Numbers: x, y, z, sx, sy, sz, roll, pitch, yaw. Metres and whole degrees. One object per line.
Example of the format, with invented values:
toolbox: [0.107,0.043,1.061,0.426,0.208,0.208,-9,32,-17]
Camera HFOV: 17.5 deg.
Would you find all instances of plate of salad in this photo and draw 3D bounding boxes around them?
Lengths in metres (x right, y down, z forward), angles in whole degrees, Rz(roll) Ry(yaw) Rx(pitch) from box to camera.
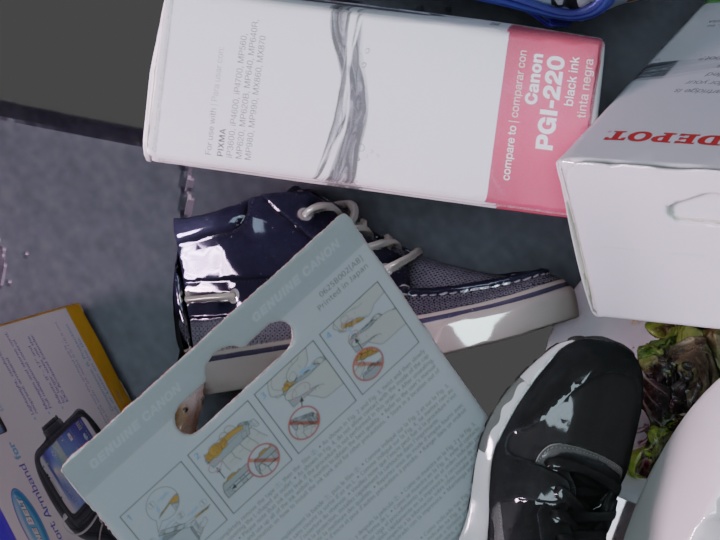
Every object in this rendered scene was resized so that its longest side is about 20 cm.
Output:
plate of salad: [0.176,0.026,1.074,0.200,0.048,0.200,-14,44,14]

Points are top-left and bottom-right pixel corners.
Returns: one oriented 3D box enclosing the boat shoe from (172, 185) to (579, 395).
boat shoe: [0.000,0.000,1.126,0.200,0.075,0.093,-10,89,12]

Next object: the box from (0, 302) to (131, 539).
box: [-0.156,0.085,1.081,0.041,0.200,0.119,-29,87,19]

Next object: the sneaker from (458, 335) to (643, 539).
sneaker: [0.085,0.129,0.999,0.076,0.088,0.200,21,94,-35]

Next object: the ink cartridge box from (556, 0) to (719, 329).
ink cartridge box: [0.197,-0.056,1.028,0.146,0.200,0.084,6,124,34]

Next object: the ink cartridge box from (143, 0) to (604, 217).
ink cartridge box: [0.011,-0.081,1.094,0.200,0.146,0.085,6,96,5]

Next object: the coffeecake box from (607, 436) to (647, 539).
coffeecake box: [0.161,0.152,1.116,0.200,0.073,0.154,-3,90,6]

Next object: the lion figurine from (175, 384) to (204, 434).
lion figurine: [-0.077,0.122,1.072,0.072,0.200,0.123,7,99,17]

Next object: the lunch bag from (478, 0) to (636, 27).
lunch bag: [0.059,-0.197,1.083,0.200,0.076,0.160,18,114,31]

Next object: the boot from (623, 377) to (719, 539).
boot: [0.157,0.145,0.996,0.090,0.073,0.200,22,96,-15]

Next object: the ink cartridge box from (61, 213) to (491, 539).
ink cartridge box: [-0.022,0.093,1.005,0.163,0.057,0.200,-43,117,-13]
